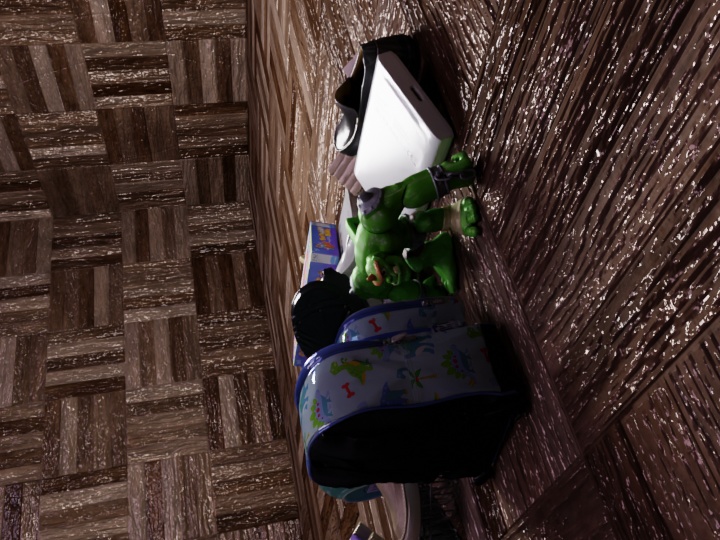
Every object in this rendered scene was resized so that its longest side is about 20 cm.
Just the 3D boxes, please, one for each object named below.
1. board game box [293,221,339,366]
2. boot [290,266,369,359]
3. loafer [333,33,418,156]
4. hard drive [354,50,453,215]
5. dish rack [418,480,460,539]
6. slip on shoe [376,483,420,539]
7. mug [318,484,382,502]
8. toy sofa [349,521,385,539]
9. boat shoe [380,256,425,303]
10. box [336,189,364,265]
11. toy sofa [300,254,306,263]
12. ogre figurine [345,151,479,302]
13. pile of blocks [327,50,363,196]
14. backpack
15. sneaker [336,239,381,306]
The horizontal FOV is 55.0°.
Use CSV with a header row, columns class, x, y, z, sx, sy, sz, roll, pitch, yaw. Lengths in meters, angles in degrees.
class,x,y,z,sx,sy,sz,roll,pitch,yaw
board game box,-0.075,0.038,1.143,0.135,0.044,0.203,-101,20,-67
boot,-0.025,0.054,0.822,0.163,0.072,0.200,-101,-15,-56
loafer,-0.002,-0.219,0.873,0.201,0.071,0.074,-56,46,51
hard drive,0.044,-0.138,0.825,0.133,0.026,0.201,58,158,23
dish rack,0.081,0.246,0.866,0.153,0.054,0.204,-141,48,-70
slip on shoe,0.027,0.230,0.847,0.076,0.059,0.203,113,150,-62
mug,-0.006,0.257,0.982,0.151,0.184,0.116,-32,57,25
toy sofa,0.031,0.391,0.955,0.098,0.082,0.200,-56,-5,-16
boat shoe,0.061,0.043,0.837,0.063,0.071,0.204,-170,69,-68
box,-0.021,-0.016,1.106,0.145,0.036,0.203,-99,21,-64
toy sofa,-0.052,0.056,1.321,0.082,0.097,0.203,29,130,39
ogre figurine,0.049,-0.027,0.727,0.201,0.118,0.100,108,153,-63
pile of blocks,0.013,-0.211,0.976,0.062,0.081,0.203,-34,-40,-55
backpack,0.034,0.126,0.683,0.185,0.196,0.149,98,161,-49
sneaker,0.000,0.000,0.959,0.202,0.076,0.080,-63,17,0
